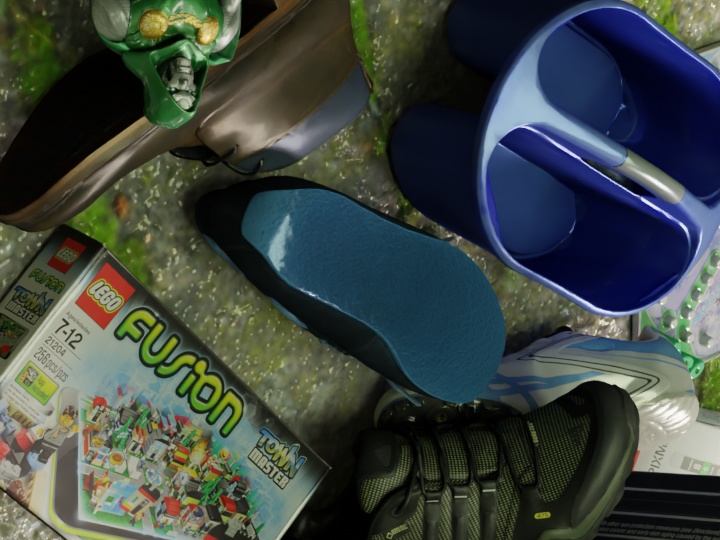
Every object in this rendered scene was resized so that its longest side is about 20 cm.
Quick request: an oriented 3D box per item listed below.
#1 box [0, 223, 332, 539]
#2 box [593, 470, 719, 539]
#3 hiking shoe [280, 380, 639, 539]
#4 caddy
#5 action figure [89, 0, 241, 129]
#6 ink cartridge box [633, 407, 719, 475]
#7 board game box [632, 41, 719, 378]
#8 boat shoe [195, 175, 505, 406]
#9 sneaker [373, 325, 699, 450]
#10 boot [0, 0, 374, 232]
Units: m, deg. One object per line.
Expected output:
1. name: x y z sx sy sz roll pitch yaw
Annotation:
1. box: -0.104 0.080 0.948 0.110 0.035 0.200 -53 134 -12
2. box: 0.129 0.211 1.054 0.198 0.199 0.124 -50 122 -34
3. hiking shoe: 0.045 0.111 1.027 0.200 0.076 0.101 -36 130 13
4. caddy: 0.113 -0.059 1.035 0.200 0.105 0.142 26 89 -45
5. action figure: -0.075 -0.156 0.821 0.118 0.055 0.201 1 88 -31
6. ink cartridge box: 0.166 0.158 1.220 0.200 0.050 0.162 13 99 -47
7. board game box: 0.239 -0.045 1.215 0.199 0.026 0.201 -21 121 -35
8. boat shoe: 0.000 0.000 0.989 0.200 0.068 0.084 42 69 -45
9. sneaker: 0.091 0.068 1.111 0.199 0.073 0.072 -3 139 -29
10. boot: -0.068 -0.062 0.893 0.200 0.075 0.097 -45 129 -22
